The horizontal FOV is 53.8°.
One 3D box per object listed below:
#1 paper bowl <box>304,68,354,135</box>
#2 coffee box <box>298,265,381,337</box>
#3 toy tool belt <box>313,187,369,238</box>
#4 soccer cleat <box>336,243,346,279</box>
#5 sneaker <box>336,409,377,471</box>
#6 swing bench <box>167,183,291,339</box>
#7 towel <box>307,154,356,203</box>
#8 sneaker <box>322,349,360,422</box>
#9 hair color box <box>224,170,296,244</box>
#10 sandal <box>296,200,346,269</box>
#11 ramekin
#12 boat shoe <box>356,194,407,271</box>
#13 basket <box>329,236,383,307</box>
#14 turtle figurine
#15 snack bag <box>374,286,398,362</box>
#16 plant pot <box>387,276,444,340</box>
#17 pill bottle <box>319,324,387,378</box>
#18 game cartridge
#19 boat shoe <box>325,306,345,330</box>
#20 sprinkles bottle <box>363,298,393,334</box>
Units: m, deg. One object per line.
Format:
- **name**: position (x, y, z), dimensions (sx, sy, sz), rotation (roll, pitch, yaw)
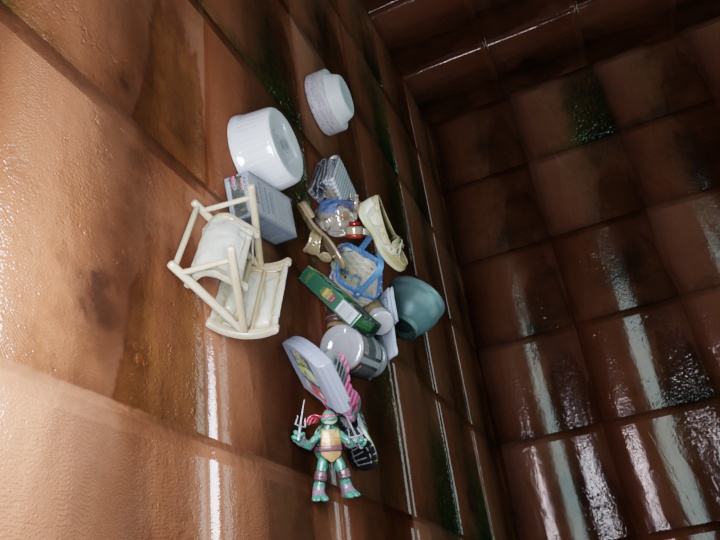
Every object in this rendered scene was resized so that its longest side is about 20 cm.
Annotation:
- **paper bowl**: position (-0.090, -0.539, 2.253), dimensions (0.201, 0.104, 0.202), rotation (-18, 90, -75)
- **coffee box**: position (-0.050, 0.074, 1.696), dimensions (0.200, 0.044, 0.123), rotation (41, 3, 31)
- **toy tool belt**: position (-0.049, -0.149, 1.820), dimensions (0.200, 0.124, 0.124), rotation (-166, -106, -63)
- **soccer cleat**: position (-0.026, 0.012, 2.005), dimensions (0.074, 0.068, 0.201), rotation (-64, 143, -33)
- **sneaker**: position (-0.007, 0.377, 1.675), dimensions (0.081, 0.073, 0.202), rotation (-54, 126, -73)
- **swing bench**: position (-0.224, -0.009, 1.273), dimensions (0.200, 0.129, 0.201), rotation (-86, 159, -51)
- **towel**: position (-0.075, -0.216, 2.024), dimensions (0.201, 0.085, 0.166), rotation (-81, 151, -58)
- **sneaker**: position (-0.066, 0.255, 1.559), dimensions (0.079, 0.095, 0.201), rotation (-60, 144, -46)
- **hair color box**: position (-0.213, -0.132, 1.536), dimensions (0.200, 0.060, 0.100), rotation (31, 44, -67)
- **sandal**: position (-0.120, -0.074, 1.786), dimensions (0.213, 0.069, 0.078), rotation (57, -14, 16)
- **ramekin**: position (-0.210, -0.272, 1.617), dimensions (0.200, 0.097, 0.202), rotation (-17, 90, -73)
- **boat shoe**: position (0.067, -0.090, 1.752), dimensions (0.202, 0.063, 0.073), rotation (59, 24, -10)
- **basket**: position (0.000, 0.000, 1.837), dimensions (0.138, 0.200, 0.177), rotation (29, 36, -21)
- **turtle figurine**: position (-0.059, 0.360, 1.443), dimensions (0.101, 0.148, 0.202), rotation (78, 6, -80)
- **snack bag**: position (0.055, 0.173, 1.928), dimensions (0.021, 0.189, 0.201), rotation (8, 57, -24)
- **plant pot**: position (0.151, 0.135, 2.251), dimensions (0.135, 0.199, 0.201), rotation (-57, 133, -34)
- **pill bottle**: position (-0.011, 0.206, 1.751), dimensions (0.200, 0.113, 0.115), rotation (36, 40, -64)
- **game cartridge**: position (-0.095, 0.203, 1.445), dimensions (0.200, 0.041, 0.134), rotation (17, -49, 61)
- **boat shoe**: position (-0.027, 0.143, 1.836), dimensions (0.200, 0.070, 0.071), rotation (47, 31, -55)
- **sprinkles bottle**: position (0.023, 0.100, 1.910), dimensions (0.069, 0.068, 0.200), rotation (63, -7, -29)
